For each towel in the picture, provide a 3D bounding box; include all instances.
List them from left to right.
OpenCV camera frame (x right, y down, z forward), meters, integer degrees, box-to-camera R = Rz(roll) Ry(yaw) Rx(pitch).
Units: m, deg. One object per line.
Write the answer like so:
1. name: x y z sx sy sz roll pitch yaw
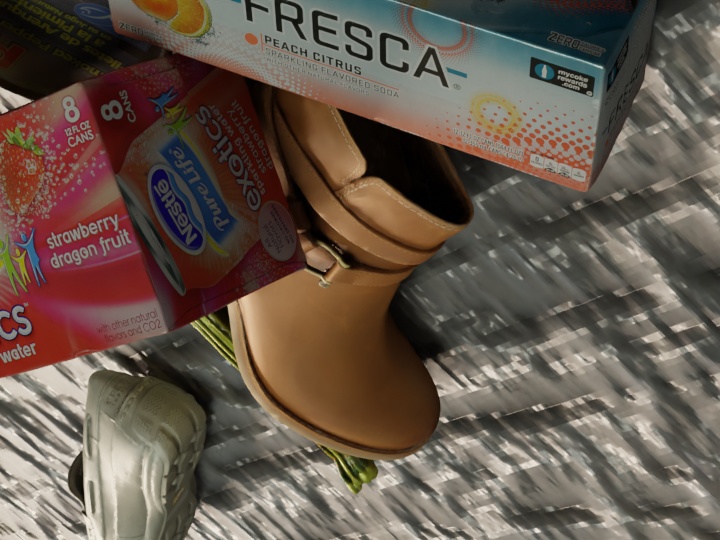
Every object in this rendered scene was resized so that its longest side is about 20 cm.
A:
1. towel: -0.069 0.025 0.851 0.200 0.018 0.086 46 -177 -19

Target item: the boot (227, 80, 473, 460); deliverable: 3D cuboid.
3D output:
1. boot: 0.000 0.000 0.764 0.200 0.074 0.154 43 140 -20

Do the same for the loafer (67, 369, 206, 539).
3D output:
1. loafer: -0.135 0.126 1.030 0.069 0.070 0.201 29 138 12

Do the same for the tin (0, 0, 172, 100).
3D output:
1. tin: -0.165 -0.134 0.714 0.199 0.042 0.112 27 141 -19

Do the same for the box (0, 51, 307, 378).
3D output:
1. box: -0.134 -0.014 0.727 0.199 0.095 0.100 -15 96 37

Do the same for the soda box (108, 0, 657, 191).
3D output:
1. soda box: 0.004 -0.101 0.638 0.199 0.064 0.069 20 146 15
